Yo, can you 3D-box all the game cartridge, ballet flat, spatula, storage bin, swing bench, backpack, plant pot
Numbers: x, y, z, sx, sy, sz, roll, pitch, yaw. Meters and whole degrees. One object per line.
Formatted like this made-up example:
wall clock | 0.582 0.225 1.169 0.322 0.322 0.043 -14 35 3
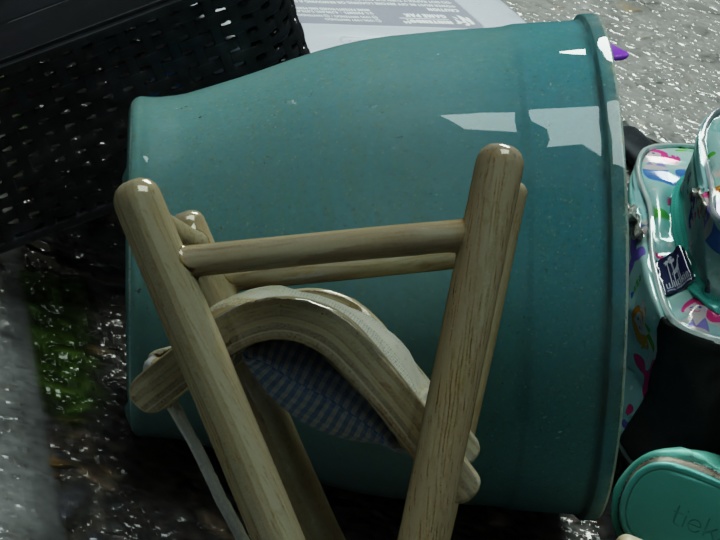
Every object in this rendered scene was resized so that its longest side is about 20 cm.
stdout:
game cartridge | -0.012 -0.112 1.399 0.199 0.041 0.133 -1 27 -33
ballet flat | 0.195 0.125 1.180 0.200 0.068 0.070 27 7 14
spatula | 0.138 -0.087 1.607 0.056 0.021 0.200 -6 35 -18
storage bin | -0.130 -0.098 1.255 0.199 0.094 0.135 -21 41 -2
swing bench | 0.001 0.069 0.961 0.129 0.201 0.199 -6 -2 2
backpack | 0.193 0.014 1.312 0.177 0.151 0.200 12 21 -9
plant pot | 0.000 0.000 1.172 0.187 0.201 0.200 -1 28 -3

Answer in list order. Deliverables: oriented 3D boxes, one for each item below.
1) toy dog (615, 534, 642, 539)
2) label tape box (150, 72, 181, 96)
toy dog | 0.129 0.144 1.056 0.131 0.097 0.200 10 26 -15
label tape box | -0.007 -0.077 1.447 0.143 0.066 0.200 23 24 11
